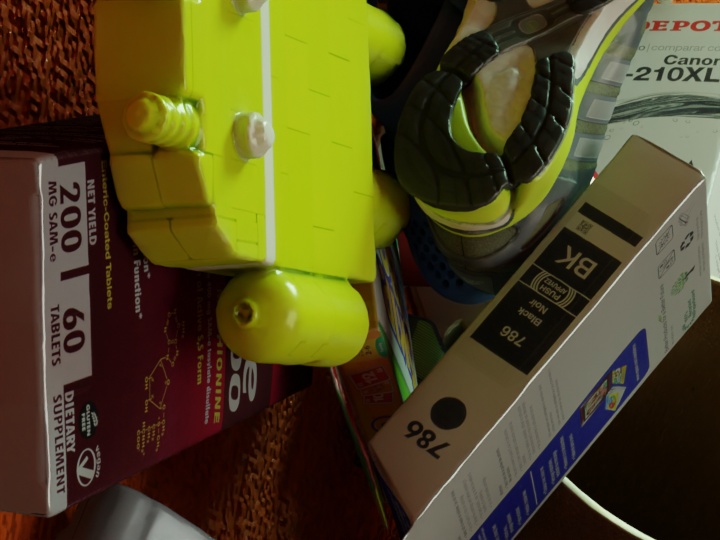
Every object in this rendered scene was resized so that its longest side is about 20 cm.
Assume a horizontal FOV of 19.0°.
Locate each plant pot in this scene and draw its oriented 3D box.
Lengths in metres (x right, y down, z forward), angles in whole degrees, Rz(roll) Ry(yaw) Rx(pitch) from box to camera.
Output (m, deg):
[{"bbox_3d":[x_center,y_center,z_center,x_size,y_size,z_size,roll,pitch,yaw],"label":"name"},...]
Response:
[{"bbox_3d":[0.115,0.129,0.964,0.186,0.186,0.200,-56,170,-51],"label":"plant pot"}]

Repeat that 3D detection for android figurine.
[{"bbox_3d":[-0.031,-0.060,0.707,0.200,0.041,0.183,16,72,-68],"label":"android figurine"}]

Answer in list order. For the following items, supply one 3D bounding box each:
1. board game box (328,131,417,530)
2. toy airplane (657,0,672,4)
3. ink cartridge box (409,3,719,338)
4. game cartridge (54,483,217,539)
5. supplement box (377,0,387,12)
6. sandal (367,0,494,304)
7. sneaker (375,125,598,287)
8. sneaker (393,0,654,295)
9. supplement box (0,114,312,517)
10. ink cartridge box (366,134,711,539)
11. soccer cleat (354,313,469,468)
[{"bbox_3d":[0.000,0.000,0.863,0.200,0.030,0.096,-93,169,-46],"label":"board game box"},{"bbox_3d":[0.141,-0.227,1.127,0.199,0.141,0.200,57,18,8],"label":"toy airplane"},{"bbox_3d":[0.125,-0.043,1.098,0.084,0.144,0.200,69,32,-43],"label":"ink cartridge box"},{"bbox_3d":[-0.040,0.179,0.749,0.200,0.041,0.133,37,60,-28],"label":"game cartridge"},{"bbox_3d":[0.022,-0.180,0.931,0.067,0.069,0.201,-42,129,-63],"label":"supplement box"},{"bbox_3d":[0.025,-0.078,0.873,0.087,0.079,0.201,-33,117,-50],"label":"sandal"},{"bbox_3d":[0.072,-0.077,1.007,0.071,0.112,0.201,59,40,-55],"label":"sneaker"},{"bbox_3d":[0.070,-0.077,0.830,0.200,0.074,0.081,-57,156,-31],"label":"sneaker"},{"bbox_3d":[-0.080,0.005,0.716,0.200,0.061,0.109,-23,114,-67],"label":"supplement box"},{"bbox_3d":[0.059,0.051,0.805,0.200,0.039,0.100,-49,154,-18],"label":"ink cartridge box"},{"bbox_3d":[0.054,0.070,1.046,0.200,0.065,0.084,29,71,-64],"label":"soccer cleat"}]
